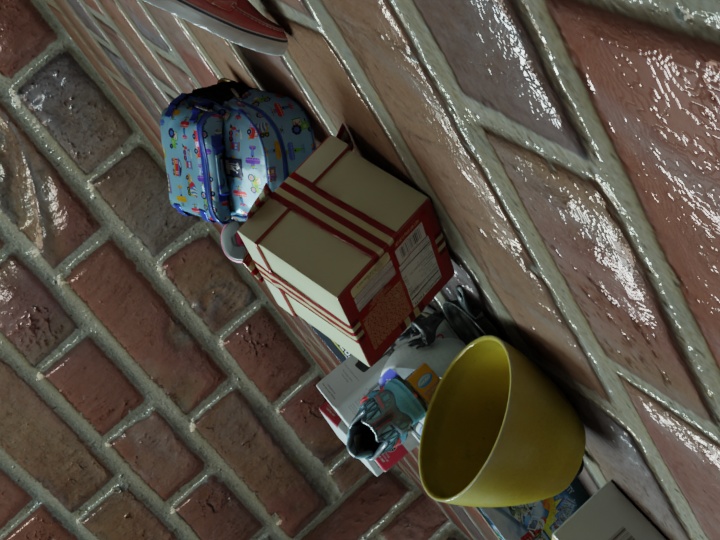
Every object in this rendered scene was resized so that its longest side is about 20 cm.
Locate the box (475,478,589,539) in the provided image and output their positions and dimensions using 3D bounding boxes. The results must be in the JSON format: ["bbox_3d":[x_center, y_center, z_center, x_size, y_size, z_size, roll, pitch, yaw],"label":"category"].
[{"bbox_3d":[0.237,0.317,1.849,0.200,0.136,0.038,55,168,-30],"label":"box"}]

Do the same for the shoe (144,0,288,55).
[{"bbox_3d":[-0.154,-0.305,1.397,0.199,0.092,0.072,22,-166,-18],"label":"shoe"}]

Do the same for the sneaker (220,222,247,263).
[{"bbox_3d":[-0.089,-0.059,1.809,0.095,0.198,0.080,27,-129,-75],"label":"sneaker"}]

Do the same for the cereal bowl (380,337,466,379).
[{"bbox_3d":[0.131,0.151,1.762,0.199,0.084,0.200,26,158,11],"label":"cereal bowl"}]

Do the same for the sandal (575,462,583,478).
[{"bbox_3d":[0.203,0.263,1.740,0.048,0.199,0.076,-24,-80,-63],"label":"sandal"}]

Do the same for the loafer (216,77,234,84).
[{"bbox_3d":[-0.148,-0.200,1.824,0.200,0.073,0.073,40,163,43],"label":"loafer"}]

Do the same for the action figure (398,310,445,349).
[{"bbox_3d":[0.028,0.009,1.681,0.201,0.102,0.119,59,179,-18],"label":"action figure"}]

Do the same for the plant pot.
[{"bbox_3d":[0.179,0.194,1.544,0.141,0.201,0.200,22,-179,-20],"label":"plant pot"}]

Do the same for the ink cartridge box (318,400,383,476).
[{"bbox_3d":[0.054,0.218,2.160,0.083,0.200,0.146,57,168,-32],"label":"ink cartridge box"}]

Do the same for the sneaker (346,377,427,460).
[{"bbox_3d":[0.012,0.200,1.677,0.079,0.095,0.200,49,156,10],"label":"sneaker"}]

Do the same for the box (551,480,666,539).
[{"bbox_3d":[0.338,0.385,1.728,0.152,0.106,0.200,46,171,21],"label":"box"}]

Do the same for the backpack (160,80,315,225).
[{"bbox_3d":[-0.148,-0.143,1.694,0.199,0.134,0.184,19,119,45],"label":"backpack"}]

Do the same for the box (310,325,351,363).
[{"bbox_3d":[-0.020,0.069,2.078,0.162,0.049,0.200,53,-161,-18],"label":"box"}]

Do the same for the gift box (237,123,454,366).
[{"bbox_3d":[-0.019,-0.039,1.503,0.186,0.185,0.201,32,156,32],"label":"gift box"}]

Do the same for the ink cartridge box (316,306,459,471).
[{"bbox_3d":[0.062,0.164,1.885,0.146,0.200,0.083,54,174,-29],"label":"ink cartridge box"}]

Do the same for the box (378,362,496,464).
[{"bbox_3d":[0.106,0.199,1.681,0.200,0.041,0.119,50,157,5],"label":"box"}]

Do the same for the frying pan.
[{"bbox_3d":[0.131,0.054,1.606,0.115,0.031,0.191,37,162,49],"label":"frying pan"}]
